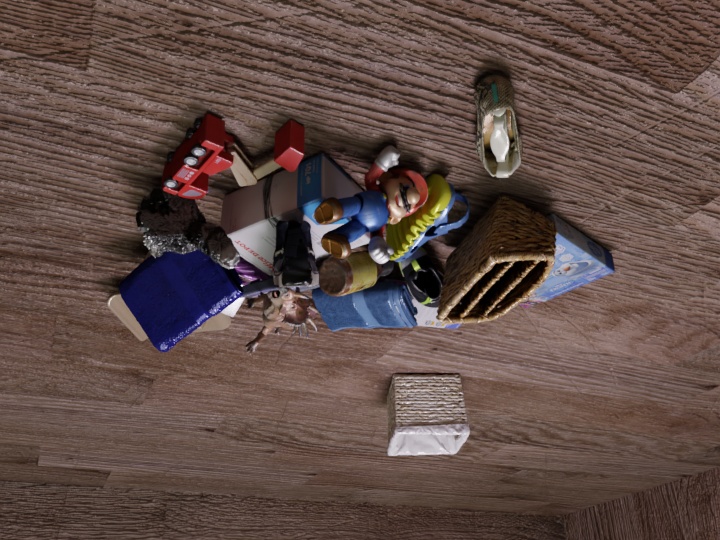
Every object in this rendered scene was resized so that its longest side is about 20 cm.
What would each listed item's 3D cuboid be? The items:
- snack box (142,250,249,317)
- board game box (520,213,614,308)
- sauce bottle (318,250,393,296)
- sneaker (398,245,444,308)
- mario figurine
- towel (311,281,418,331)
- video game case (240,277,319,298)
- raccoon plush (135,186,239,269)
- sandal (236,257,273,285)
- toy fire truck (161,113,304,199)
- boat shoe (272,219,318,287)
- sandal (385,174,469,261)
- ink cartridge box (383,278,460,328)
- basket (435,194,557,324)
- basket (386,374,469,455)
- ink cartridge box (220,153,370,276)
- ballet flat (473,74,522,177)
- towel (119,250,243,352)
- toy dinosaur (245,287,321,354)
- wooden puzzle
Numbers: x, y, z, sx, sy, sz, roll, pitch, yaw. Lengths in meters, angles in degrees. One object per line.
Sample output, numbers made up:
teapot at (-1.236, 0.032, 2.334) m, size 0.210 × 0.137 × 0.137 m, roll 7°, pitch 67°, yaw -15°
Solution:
snack box at (-0.299, 0.020, 1.311) m, size 0.197 × 0.024 × 0.073 m, roll 25°, pitch 112°, yaw -32°
board game box at (0.326, -0.009, 1.324) m, size 0.196 × 0.044 × 0.198 m, roll 24°, pitch 141°, yaw -36°
sauce bottle at (0.000, 0.000, 1.224) m, size 0.065 × 0.068 × 0.199 m, roll -20°, pitch 176°, yaw 30°
sneaker at (0.119, 0.030, 1.312) m, size 0.071 × 0.084 × 0.200 m, roll -32°, pitch 140°, yaw 8°
mario figurine at (0.033, -0.094, 1.035) m, size 0.198 × 0.105 × 0.125 m, roll -31°, pitch 150°, yaw -38°
towel at (0.006, 0.069, 1.388) m, size 0.195 × 0.049 × 0.113 m, roll -2°, pitch 141°, yaw 28°
video game case at (-0.125, 0.025, 1.302) m, size 0.139 × 0.020 × 0.199 m, roll -15°, pitch 173°, yaw 21°
raccoon plush at (-0.272, -0.037, 1.117) m, size 0.096 × 0.200 × 0.135 m, roll -36°, pitch 163°, yaw -22°
sandal at (-0.207, 0.002, 1.304) m, size 0.200 × 0.051 × 0.082 m, roll 21°, pitch 145°, yaw -37°
toy fire truck at (-0.182, -0.155, 1.026) m, size 0.138 × 0.050 × 0.199 m, roll 19°, pitch 145°, yaw -33°
boat shoe at (-0.095, -0.026, 1.076) m, size 0.072 × 0.096 × 0.200 m, roll -2°, pitch 180°, yaw -9°
sandal at (0.107, -0.072, 1.169) m, size 0.085 × 0.082 × 0.200 m, roll 10°, pitch 151°, yaw -27°
ink cartridge box at (0.125, 0.069, 1.457) m, size 0.194 × 0.043 × 0.120 m, roll 8°, pitch 148°, yaw -13°
basket at (0.230, 0.011, 1.191) m, size 0.140 × 0.151 × 0.201 m, roll 26°, pitch 137°, yaw -10°
basket at (0.169, 0.375, 1.880) m, size 0.194 × 0.165 × 0.200 m, roll 1°, pitch 151°, yaw -4°
ink cartridge box at (-0.099, -0.080, 1.128) m, size 0.196 × 0.088 × 0.146 m, roll -16°, pitch 148°, yaw 27°
ballet flat at (0.188, -0.174, 0.988) m, size 0.066 × 0.077 × 0.201 m, roll -9°, pitch 151°, yaw 11°
towel at (-0.304, 0.029, 1.234) m, size 0.198 × 0.149 × 0.050 m, roll -35°, pitch 180°, yaw 17°
toy dinosaur at (-0.108, 0.064, 1.165) m, size 0.132 × 0.088 × 0.199 m, roll -16°, pitch -178°, yaw 21°
wooden puzzle at (-0.371, 0.070, 1.428) m, size 0.194 × 0.047 × 0.187 m, roll -10°, pitch 150°, yaw 3°
